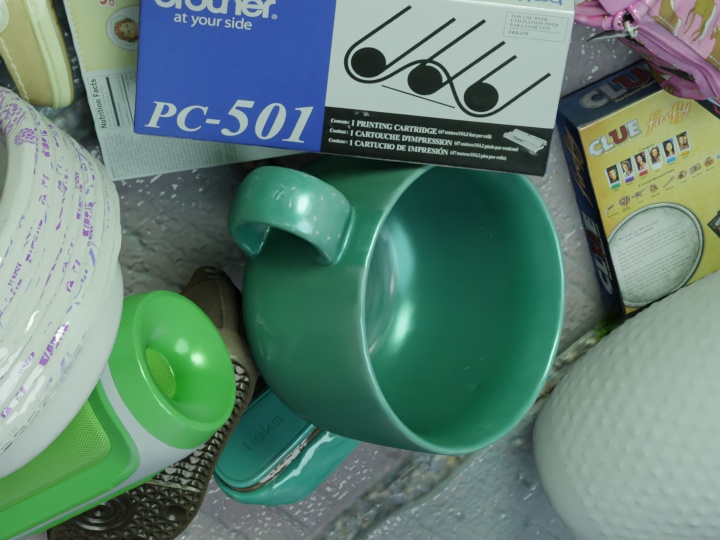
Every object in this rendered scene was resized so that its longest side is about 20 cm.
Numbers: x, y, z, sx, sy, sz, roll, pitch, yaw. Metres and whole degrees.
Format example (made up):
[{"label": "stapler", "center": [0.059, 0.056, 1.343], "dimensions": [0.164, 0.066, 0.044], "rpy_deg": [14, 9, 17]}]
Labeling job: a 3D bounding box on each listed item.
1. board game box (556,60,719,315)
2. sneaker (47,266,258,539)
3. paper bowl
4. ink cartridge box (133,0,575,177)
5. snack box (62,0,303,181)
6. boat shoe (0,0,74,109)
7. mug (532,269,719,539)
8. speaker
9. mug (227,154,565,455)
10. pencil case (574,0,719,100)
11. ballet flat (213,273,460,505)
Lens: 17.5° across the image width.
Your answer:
[{"label": "board game box", "center": [0.217, -0.075, 1.336], "dimensions": [0.199, 0.035, 0.136], "rpy_deg": [-25, 125, -9]}, {"label": "sneaker", "center": [-0.109, 0.082, 1.263], "dimensions": [0.070, 0.076, 0.200], "rpy_deg": [20, 131, -23]}, {"label": "paper bowl", "center": [-0.191, 0.020, 1.102], "dimensions": [0.201, 0.201, 0.104], "rpy_deg": [-48, 125, 7]}, {"label": "ink cartridge box", "center": [-0.005, -0.103, 1.101], "dimensions": [0.199, 0.044, 0.094], "rpy_deg": [6, 127, -1]}, {"label": "snack box", "center": [-0.086, -0.139, 1.129], "dimensions": [0.116, 0.037, 0.201], "rpy_deg": [-8, 128, 2]}, {"label": "boat shoe", "center": [-0.189, -0.159, 1.083], "dimensions": [0.063, 0.073, 0.201], "rpy_deg": [-23, 122, -3]}, {"label": "mug", "center": [0.207, 0.089, 1.363], "dimensions": [0.175, 0.148, 0.200], "rpy_deg": [-28, 164, 27]}, {"label": "speaker", "center": [-0.159, 0.082, 1.176], "dimensions": [0.200, 0.089, 0.088], "rpy_deg": [-27, 133, 31]}, {"label": "mug", "center": [0.008, -0.001, 1.184], "dimensions": [0.152, 0.114, 0.186], "rpy_deg": [-41, 121, -34]}, {"label": "pencil case", "center": [0.150, -0.144, 1.189], "dimensions": [0.200, 0.083, 0.087], "rpy_deg": [16, 98, -63]}, {"label": "ballet flat", "center": [0.000, 0.057, 1.305], "dimensions": [0.200, 0.067, 0.070], "rpy_deg": [-43, 154, 4]}]
